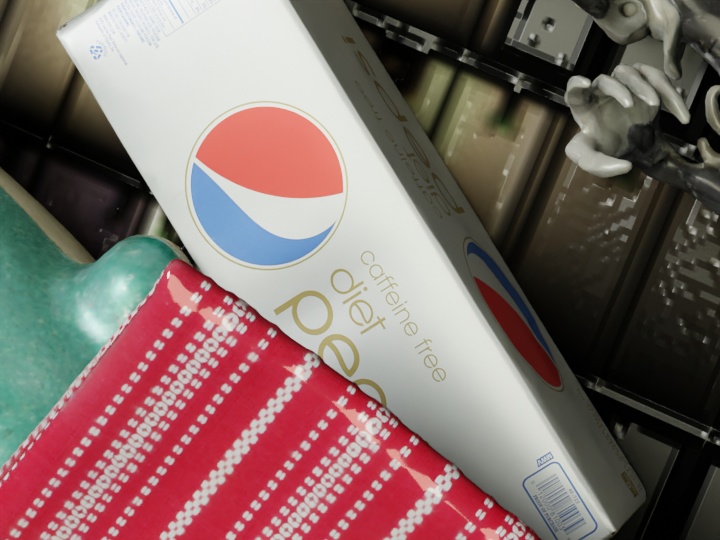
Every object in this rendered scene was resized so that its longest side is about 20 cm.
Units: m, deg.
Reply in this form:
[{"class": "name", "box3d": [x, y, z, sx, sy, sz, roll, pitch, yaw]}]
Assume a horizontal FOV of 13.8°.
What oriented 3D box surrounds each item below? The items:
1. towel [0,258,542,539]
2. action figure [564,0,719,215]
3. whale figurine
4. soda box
[{"class": "towel", "box3d": [-0.009, 0.109, 0.744, 0.200, 0.022, 0.145, 39, 112, -3]}, {"class": "action figure", "box3d": [0.094, -0.070, 0.786, 0.200, 0.102, 0.119, 36, 90, 10]}, {"class": "whale figurine", "box3d": [-0.120, 0.027, 0.820, 0.159, 0.104, 0.200, -20, 86, 27]}, {"class": "soda box", "box3d": [0.000, 0.000, 0.830, 0.064, 0.068, 0.200, -32, 86, 14]}]
